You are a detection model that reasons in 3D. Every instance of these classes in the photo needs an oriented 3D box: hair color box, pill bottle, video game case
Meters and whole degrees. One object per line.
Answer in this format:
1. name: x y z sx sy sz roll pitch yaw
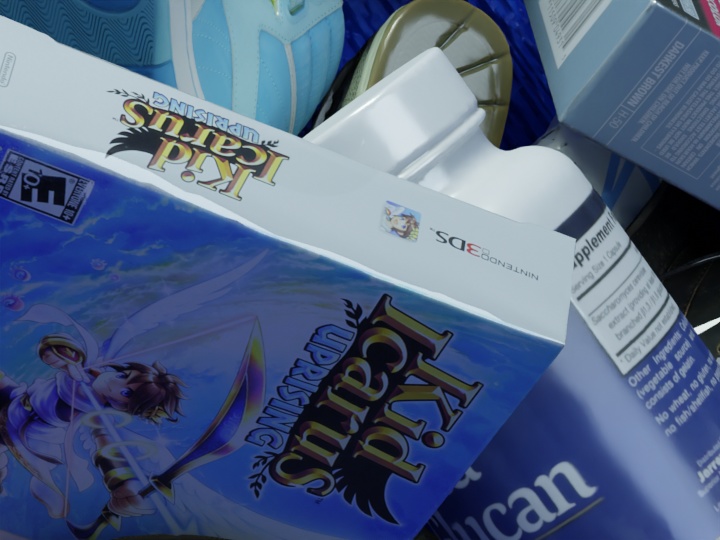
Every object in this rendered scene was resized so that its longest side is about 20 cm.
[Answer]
1. hair color box: 0.161 -0.058 0.993 0.199 0.061 0.099 27 28 -23
2. pill bottle: 0.050 0.030 0.885 0.111 0.111 0.200 -39 95 -37
3. video game case: -0.059 0.033 0.803 0.180 0.200 0.046 20 48 -13

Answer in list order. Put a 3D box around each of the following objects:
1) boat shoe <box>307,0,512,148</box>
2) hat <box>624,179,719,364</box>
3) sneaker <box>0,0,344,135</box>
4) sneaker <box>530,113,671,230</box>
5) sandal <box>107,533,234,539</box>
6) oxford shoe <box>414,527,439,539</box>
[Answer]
1. boat shoe: -0.001 -0.001 0.966 0.071 0.066 0.202 20 83 -15
2. hat: 0.151 0.051 1.008 0.200 0.081 0.202 -22 117 -55
3. sneaker: -0.064 -0.105 0.912 0.201 0.079 0.131 81 31 -42
4. sneaker: 0.070 -0.016 1.022 0.072 0.072 0.201 32 55 -13
5. sandal: -0.028 0.132 0.833 0.199 0.082 0.055 17 48 -17
6. oxford shoe: -0.032 0.153 0.907 0.074 0.071 0.200 48 48 13
